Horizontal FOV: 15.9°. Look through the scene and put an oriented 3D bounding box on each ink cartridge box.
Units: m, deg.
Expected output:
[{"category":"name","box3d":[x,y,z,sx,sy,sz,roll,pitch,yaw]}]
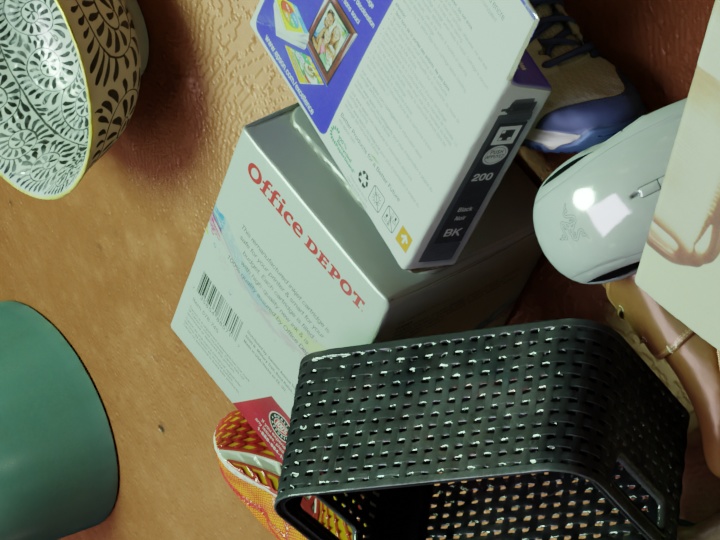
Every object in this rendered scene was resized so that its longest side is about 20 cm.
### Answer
[{"category":"ink cartridge box","box3d":[0.027,-0.137,1.412,0.198,0.043,0.200,59,142,28]},{"category":"ink cartridge box","box3d":[0.000,0.000,1.558,0.145,0.144,0.200,50,145,20]}]

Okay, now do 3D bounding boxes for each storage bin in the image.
[{"category":"storage bin","box3d":[0.068,0.106,1.429,0.199,0.094,0.135,-8,147,30]}]

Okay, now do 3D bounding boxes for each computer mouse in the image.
[{"category":"computer mouse","box3d":[0.169,-0.049,1.311,0.200,0.044,0.110,-29,86,27]}]

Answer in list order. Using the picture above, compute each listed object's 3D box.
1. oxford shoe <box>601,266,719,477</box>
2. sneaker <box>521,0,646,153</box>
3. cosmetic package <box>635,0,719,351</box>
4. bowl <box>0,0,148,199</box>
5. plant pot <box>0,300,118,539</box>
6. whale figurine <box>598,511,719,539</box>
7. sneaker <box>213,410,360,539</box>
[{"category":"oxford shoe","box3d":[0.170,0.022,1.385,0.071,0.071,0.201,-14,94,19]},{"category":"sneaker","box3d":[0.079,-0.137,1.427,0.200,0.075,0.088,35,134,35]},{"category":"cosmetic package","box3d":[0.204,-0.061,1.164,0.087,0.103,0.200,38,139,27]},{"category":"bowl","box3d":[-0.209,-0.159,1.794,0.201,0.094,0.201,33,136,40]},{"category":"plant pot","box3d":[-0.318,0.147,2.078,0.200,0.161,0.201,33,135,39]},{"category":"whale figurine","box3d":[0.212,0.209,1.462,0.199,0.104,0.160,7,101,27]},{"category":"sneaker","box3d":[-0.026,0.174,1.794,0.200,0.073,0.077,49,165,30]}]
